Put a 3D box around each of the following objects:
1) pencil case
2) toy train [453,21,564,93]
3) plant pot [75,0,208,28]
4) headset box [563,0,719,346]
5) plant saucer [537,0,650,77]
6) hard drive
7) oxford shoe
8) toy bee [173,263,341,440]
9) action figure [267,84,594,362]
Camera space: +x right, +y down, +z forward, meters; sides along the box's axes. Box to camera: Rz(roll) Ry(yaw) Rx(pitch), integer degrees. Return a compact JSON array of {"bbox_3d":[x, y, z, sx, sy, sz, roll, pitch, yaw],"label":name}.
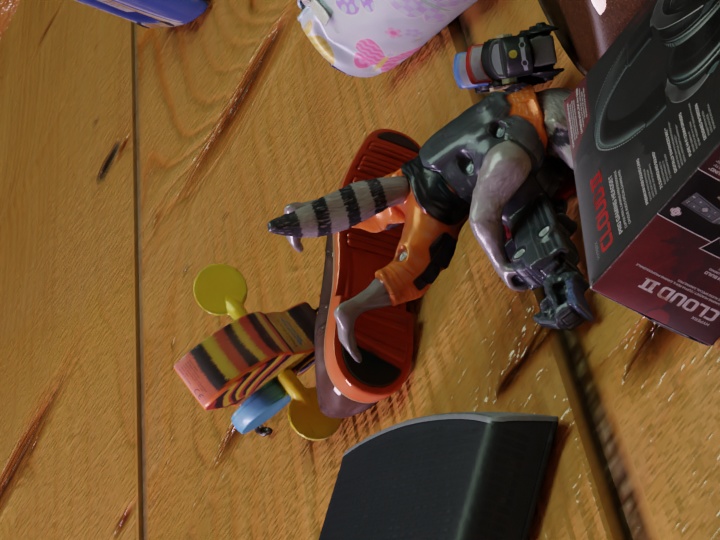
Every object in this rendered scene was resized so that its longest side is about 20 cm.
[{"bbox_3d":[0.033,-0.209,1.481,0.200,0.091,0.083,-30,40,57],"label":"pencil case"},{"bbox_3d":[0.084,-0.122,1.247,0.200,0.046,0.034,-142,43,-86],"label":"toy train"},{"bbox_3d":[-0.240,-0.361,2.205,0.200,0.200,0.180,18,89,70],"label":"plant pot"},{"bbox_3d":[0.174,-0.076,0.987,0.200,0.077,0.149,-50,25,34],"label":"headset box"},{"bbox_3d":[0.110,-0.178,1.125,0.034,0.201,0.200,-23,25,-1],"label":"plant saucer"},{"bbox_3d":[0.030,0.142,1.151,0.200,0.042,0.135,-23,46,62],"label":"hard drive"},{"bbox_3d":[0.000,0.000,1.356,0.073,0.071,0.200,-44,28,55],"label":"oxford shoe"},{"bbox_3d":[-0.060,0.047,1.401,0.109,0.131,0.200,-39,11,1],"label":"toy bee"},{"bbox_3d":[0.057,-0.033,1.171,0.193,0.105,0.200,-34,30,4],"label":"action figure"}]
